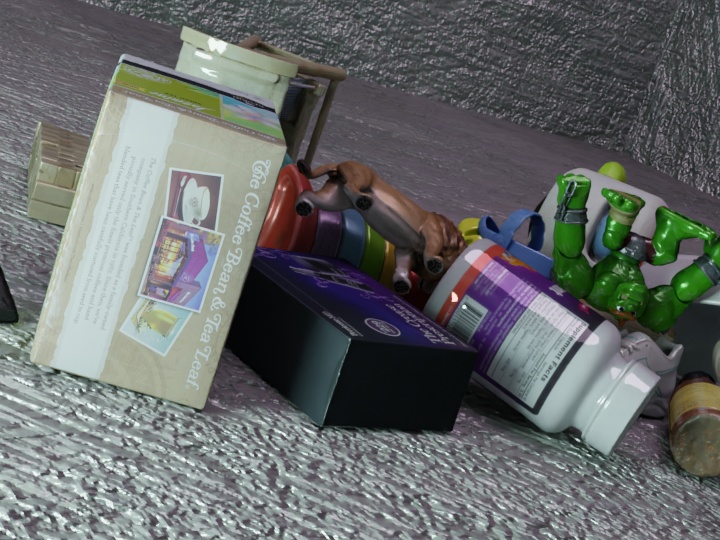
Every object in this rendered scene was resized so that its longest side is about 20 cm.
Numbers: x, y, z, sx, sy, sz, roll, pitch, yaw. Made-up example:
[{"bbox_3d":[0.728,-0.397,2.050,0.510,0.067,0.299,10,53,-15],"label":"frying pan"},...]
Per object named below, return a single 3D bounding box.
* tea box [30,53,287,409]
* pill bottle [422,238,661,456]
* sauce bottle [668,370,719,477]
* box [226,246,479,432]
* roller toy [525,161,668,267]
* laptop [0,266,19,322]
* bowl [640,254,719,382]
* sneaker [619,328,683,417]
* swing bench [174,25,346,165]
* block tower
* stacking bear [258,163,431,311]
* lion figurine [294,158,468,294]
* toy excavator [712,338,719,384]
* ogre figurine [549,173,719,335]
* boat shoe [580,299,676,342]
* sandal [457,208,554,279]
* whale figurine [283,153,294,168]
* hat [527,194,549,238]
[{"bbox_3d":[-0.149,-0.037,0.997,0.132,0.202,0.197,16,13,-13],"label":"tea box"},{"bbox_3d":[0.158,0.070,1.171,0.199,0.112,0.111,36,18,16],"label":"pill bottle"},{"bbox_3d":[0.324,0.137,1.269,0.065,0.067,0.200,21,15,8],"label":"sauce bottle"},{"bbox_3d":[-0.022,0.053,1.097,0.140,0.080,0.200,5,19,-39],"label":"box"},{"bbox_3d":[0.272,-0.010,1.533,0.139,0.202,0.182,23,24,20],"label":"roller toy"},{"bbox_3d":[-0.379,-0.013,0.997,0.176,0.103,0.201,5,45,-45],"label":"laptop"},{"bbox_3d":[0.391,0.049,1.429,0.198,0.075,0.200,7,-25,30],"label":"bowl"},{"bbox_3d":[0.240,0.094,1.298,0.199,0.081,0.070,5,21,-43],"label":"sneaker"},{"bbox_3d":[-0.131,-0.150,1.477,0.129,0.201,0.200,23,14,15],"label":"swing bench"},{"bbox_3d":[-0.304,-0.100,1.351,0.057,0.055,0.200,15,14,-20],"label":"block tower"},{"bbox_3d":[0.000,0.000,1.281,0.198,0.122,0.114,21,17,-26],"label":"stacking bear"},{"bbox_3d":[0.023,-0.049,1.195,0.200,0.072,0.123,46,24,-15],"label":"lion figurine"},{"bbox_3d":[0.473,0.127,1.334,0.202,0.193,0.100,64,13,-5],"label":"toy excavator"},{"bbox_3d":[0.268,-0.009,1.315,0.198,0.121,0.098,14,17,-31],"label":"ogre figurine"},{"bbox_3d":[0.227,0.066,1.406,0.198,0.070,0.074,15,-5,20],"label":"boat shoe"},{"bbox_3d":[0.166,0.013,1.356,0.079,0.087,0.202,30,34,-55],"label":"sandal"},{"bbox_3d":[-0.153,-0.099,1.341,0.198,0.160,0.104,23,49,-8],"label":"whale figurine"},{"bbox_3d":[0.291,-0.008,1.690,0.199,0.202,0.081,21,54,6],"label":"hat"}]
